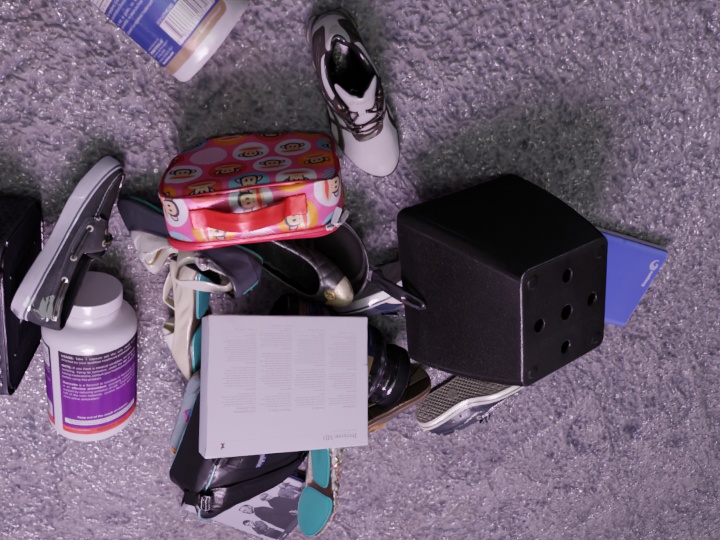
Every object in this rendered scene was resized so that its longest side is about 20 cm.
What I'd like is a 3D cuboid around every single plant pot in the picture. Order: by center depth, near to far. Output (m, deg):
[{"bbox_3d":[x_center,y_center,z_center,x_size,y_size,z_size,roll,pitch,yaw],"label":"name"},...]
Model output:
[{"bbox_3d":[0.175,0.019,0.716,0.196,0.177,0.204,-19,115,-26],"label":"plant pot"}]

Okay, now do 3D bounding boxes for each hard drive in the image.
[{"bbox_3d":[0.328,0.003,0.874,0.195,0.026,0.134,13,117,-16],"label":"hard drive"}]

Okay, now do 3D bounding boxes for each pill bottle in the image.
[{"bbox_3d":[-0.209,-0.286,0.562,0.111,0.112,0.199,-41,118,16],"label":"pill bottle"},{"bbox_3d":[-0.342,0.109,0.773,0.109,0.113,0.204,6,120,-13],"label":"pill bottle"},{"bbox_3d":[-0.034,0.116,0.829,0.196,0.113,0.113,22,115,-21],"label":"pill bottle"}]

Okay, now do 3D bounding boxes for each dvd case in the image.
[{"bbox_3d":[-0.175,0.375,1.010,0.198,0.025,0.151,32,111,-24],"label":"dvd case"}]

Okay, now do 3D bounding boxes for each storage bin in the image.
[{"bbox_3d":[-0.430,0.026,0.694,0.091,0.136,0.204,7,119,-13],"label":"storage bin"}]

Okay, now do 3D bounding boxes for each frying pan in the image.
[{"bbox_3d":[-0.004,-0.017,0.751,0.186,0.031,0.118,3,113,33],"label":"frying pan"}]

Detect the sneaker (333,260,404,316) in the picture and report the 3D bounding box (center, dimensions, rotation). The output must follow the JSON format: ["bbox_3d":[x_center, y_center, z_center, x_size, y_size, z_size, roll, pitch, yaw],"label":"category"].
[{"bbox_3d":[0.061,0.030,0.814,0.196,0.079,0.081,-23,116,2],"label":"sneaker"}]

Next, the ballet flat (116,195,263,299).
[{"bbox_3d":[-0.209,-0.022,0.701,0.196,0.073,0.074,24,117,5],"label":"ballet flat"}]

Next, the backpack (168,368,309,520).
[{"bbox_3d":[-0.153,0.218,0.834,0.197,0.153,0.179,1,117,-46],"label":"backpack"}]

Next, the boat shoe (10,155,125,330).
[{"bbox_3d":[-0.313,-0.030,0.682,0.056,0.069,0.203,28,80,-8],"label":"boat shoe"}]

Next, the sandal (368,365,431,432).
[{"bbox_3d":[0.017,0.207,0.922,0.196,0.082,0.055,-23,135,-4],"label":"sandal"}]

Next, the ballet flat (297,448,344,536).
[{"bbox_3d":[-0.054,0.333,0.971,0.074,0.063,0.205,23,114,27],"label":"ballet flat"}]

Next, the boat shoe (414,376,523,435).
[{"bbox_3d":[0.178,0.196,0.938,0.198,0.075,0.062,-32,126,16],"label":"boat shoe"}]

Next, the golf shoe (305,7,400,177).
[{"bbox_3d":[-0.005,-0.179,0.672,0.076,0.095,0.202,-25,123,5],"label":"golf shoe"}]

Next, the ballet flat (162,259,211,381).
[{"bbox_3d":[-0.229,0.059,0.799,0.068,0.070,0.204,5,118,-12],"label":"ballet flat"}]

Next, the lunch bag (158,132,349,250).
[{"bbox_3d":[-0.114,-0.086,0.658,0.194,0.177,0.084,-7,120,-4],"label":"lunch bag"}]

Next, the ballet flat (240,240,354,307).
[{"bbox_3d":[-0.098,-0.007,0.749,0.197,0.057,0.067,30,123,-4],"label":"ballet flat"}]

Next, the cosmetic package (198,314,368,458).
[{"bbox_3d":[-0.087,0.131,0.713,0.195,0.051,0.155,3,81,-25],"label":"cosmetic package"}]
